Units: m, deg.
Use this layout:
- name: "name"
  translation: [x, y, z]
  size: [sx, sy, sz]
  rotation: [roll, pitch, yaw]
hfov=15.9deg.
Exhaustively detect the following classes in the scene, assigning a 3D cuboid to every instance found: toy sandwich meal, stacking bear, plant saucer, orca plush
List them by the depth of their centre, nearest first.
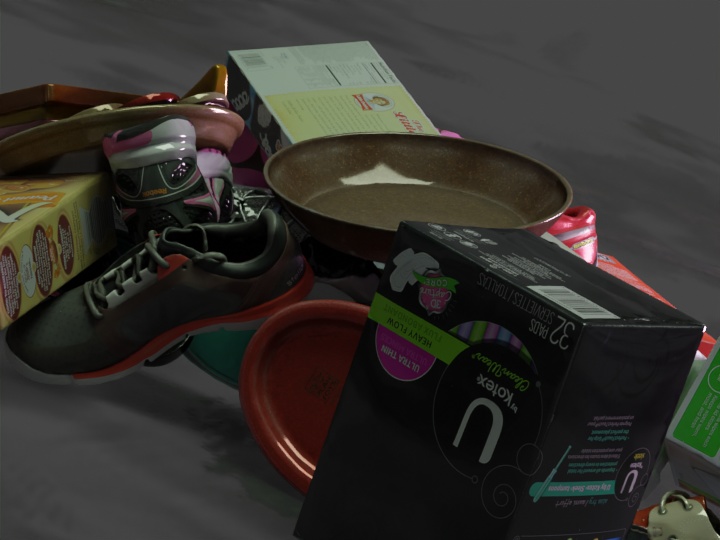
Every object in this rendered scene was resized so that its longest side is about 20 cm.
- name: "stacking bear"
  translation: [0.007, 0.077, 1.652]
  size: [0.114, 0.122, 0.200]
  rotation: [34, 7, 18]
- name: "plant saucer"
  translation: [0.036, -0.043, 1.657]
  size: [0.200, 0.037, 0.200]
  rotation: [4, 20, -1]
- name: "orca plush"
  translation: [0.000, 0.000, 1.735]
  size: [0.105, 0.071, 0.200]
  rotation: [8, -15, 28]
- name: "toy sandwich meal"
  translation: [-0.178, -0.100, 1.757]
  size: [0.204, 0.071, 0.205]
  rotation: [-10, -10, -2]

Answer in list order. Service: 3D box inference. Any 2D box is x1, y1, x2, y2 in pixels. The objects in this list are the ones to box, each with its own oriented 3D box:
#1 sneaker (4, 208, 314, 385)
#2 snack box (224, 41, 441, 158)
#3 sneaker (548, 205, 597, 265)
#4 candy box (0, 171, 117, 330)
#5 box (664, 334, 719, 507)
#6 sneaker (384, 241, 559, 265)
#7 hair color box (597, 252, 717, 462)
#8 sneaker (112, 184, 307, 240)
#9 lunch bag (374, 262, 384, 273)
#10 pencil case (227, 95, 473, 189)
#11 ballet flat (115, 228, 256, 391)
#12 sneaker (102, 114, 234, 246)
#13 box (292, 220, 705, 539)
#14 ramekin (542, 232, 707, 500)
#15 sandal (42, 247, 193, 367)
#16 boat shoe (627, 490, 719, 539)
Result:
- name: "sneaker"
  translation: [-0.132, 0.005, 1.603]
  size: [0.199, 0.082, 0.077]
  rotation: [-19, 46, -5]
- name: "snack box"
  translation: [-0.010, -0.097, 1.837]
  size: [0.116, 0.037, 0.200]
  rotation: [-6, 36, -23]
- name: "sneaker"
  translation: [0.087, -0.037, 1.878]
  size: [0.199, 0.085, 0.077]
  rotation: [14, -11, -31]
- name: "candy box"
  translation: [-0.242, -0.012, 1.615]
  size: [0.115, 0.056, 0.200]
  rotation: [-3, 14, 17]
- name: "box"
  translation: [0.304, 0.128, 1.714]
  size: [0.176, 0.097, 0.200]
  rotation: [29, -7, 14]
- name: "sneaker"
  translation: [0.085, 0.008, 1.684]
  size: [0.200, 0.099, 0.070]
  rotation: [54, 1, 40]
- name: "hair color box"
  translation: [0.194, 0.060, 1.985]
  size: [0.061, 0.102, 0.200]
  rotation: [14, 13, -23]
- name: "sneaker"
  translation: [-0.099, -0.032, 1.832]
  size: [0.199, 0.082, 0.075]
  rotation: [-5, 41, 22]
- name: "lunch bag"
  translation: [-0.016, 0.014, 1.917]
  size: [0.160, 0.077, 0.200]
  rotation: [12, 15, -30]
- name: "pencil case"
  translation: [-0.017, -0.079, 1.934]
  size: [0.199, 0.091, 0.094]
  rotation: [18, -20, 0]
- name: "ballet flat"
  translation: [-0.107, 0.028, 1.765]
  size: [0.200, 0.068, 0.070]
  rotation: [29, 2, 27]
- name: "sneaker"
  translation: [-0.128, -0.036, 1.707]
  size: [0.080, 0.087, 0.200]
  rotation: [-12, -11, 8]
- name: "box"
  translation: [0.077, 0.092, 1.466]
  size: [0.148, 0.201, 0.124]
  rotation: [30, 18, 38]
- name: "ramekin"
  translation: [0.150, 0.057, 1.781]
  size: [0.200, 0.105, 0.200]
  rotation: [38, 0, 0]
- name: "sandal"
  translation: [-0.196, -0.004, 1.733]
  size: [0.200, 0.045, 0.075]
  rotation: [28, 58, 23]
- name: "boat shoe"
  translation: [0.215, 0.174, 1.642]
  size: [0.199, 0.063, 0.071]
  rotation: [21, 15, 10]
